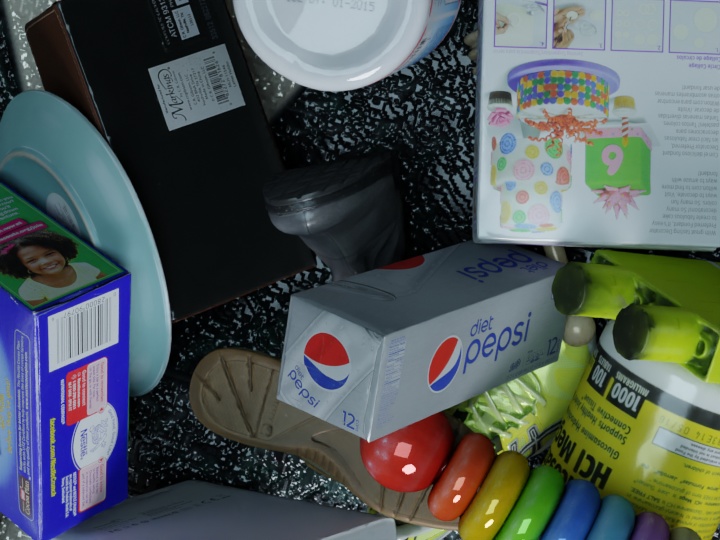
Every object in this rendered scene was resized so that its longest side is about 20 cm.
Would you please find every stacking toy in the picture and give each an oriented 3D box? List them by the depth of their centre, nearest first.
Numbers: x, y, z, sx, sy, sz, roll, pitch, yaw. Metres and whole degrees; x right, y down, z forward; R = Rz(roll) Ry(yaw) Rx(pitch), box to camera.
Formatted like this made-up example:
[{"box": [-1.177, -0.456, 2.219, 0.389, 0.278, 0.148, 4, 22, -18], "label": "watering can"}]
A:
[{"box": [0.090, 0.134, 1.091, 0.199, 0.085, 0.086, 32, 104, 1], "label": "stacking toy"}]

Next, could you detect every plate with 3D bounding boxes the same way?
[{"box": [-0.181, -0.012, 1.198, 0.025, 0.200, 0.201, -23, 96, -31], "label": "plate"}]

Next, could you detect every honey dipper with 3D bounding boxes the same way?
[{"box": [0.106, -0.051, 1.179, 0.038, 0.038, 0.201, -16, 86, 13], "label": "honey dipper"}]

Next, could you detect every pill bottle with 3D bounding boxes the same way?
[{"box": [0.000, -0.164, 1.114, 0.108, 0.200, 0.110, 2, 100, 10], "label": "pill bottle"}, {"box": [0.163, 0.138, 1.181, 0.112, 0.112, 0.201, 24, 103, 6], "label": "pill bottle"}]

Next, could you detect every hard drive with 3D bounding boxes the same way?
[{"box": [-0.091, 0.163, 1.174, 0.199, 0.131, 0.026, 3, 103, 50], "label": "hard drive"}]

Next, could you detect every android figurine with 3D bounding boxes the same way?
[{"box": [0.212, 0.031, 1.122, 0.199, 0.182, 0.041, 6, 109, -34], "label": "android figurine"}]

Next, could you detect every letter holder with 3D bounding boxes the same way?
[{"box": [-0.124, -0.079, 1.215, 0.100, 0.142, 0.201, -22, 97, -18], "label": "letter holder"}]

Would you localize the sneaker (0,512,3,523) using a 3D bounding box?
[{"box": [-0.258, 0.200, 1.300, 0.200, 0.075, 0.116, -39, 96, 25], "label": "sneaker"}]

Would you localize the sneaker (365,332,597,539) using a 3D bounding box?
[{"box": [0.078, 0.104, 1.210, 0.075, 0.076, 0.200, 38, 102, 4], "label": "sneaker"}]

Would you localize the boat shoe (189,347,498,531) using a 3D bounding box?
[{"box": [-0.003, 0.096, 1.167, 0.199, 0.072, 0.073, 19, 95, 8], "label": "boat shoe"}]

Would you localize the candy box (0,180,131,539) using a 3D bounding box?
[{"box": [-0.228, 0.041, 1.191, 0.200, 0.077, 0.170, 31, 130, 35], "label": "candy box"}]

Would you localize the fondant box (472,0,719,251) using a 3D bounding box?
[{"box": [0.140, -0.114, 1.138, 0.143, 0.058, 0.201, 2, 88, -1], "label": "fondant box"}]

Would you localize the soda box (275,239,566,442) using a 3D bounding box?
[{"box": [0.041, 0.034, 1.102, 0.068, 0.200, 0.064, 22, 113, 32], "label": "soda box"}]

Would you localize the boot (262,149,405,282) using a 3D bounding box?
[{"box": [0.000, 0.000, 1.144, 0.069, 0.200, 0.133, -6, 95, 16], "label": "boot"}]
